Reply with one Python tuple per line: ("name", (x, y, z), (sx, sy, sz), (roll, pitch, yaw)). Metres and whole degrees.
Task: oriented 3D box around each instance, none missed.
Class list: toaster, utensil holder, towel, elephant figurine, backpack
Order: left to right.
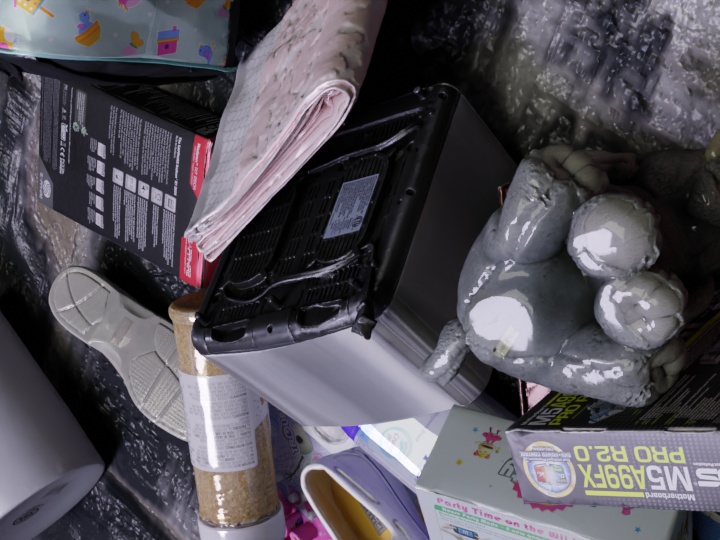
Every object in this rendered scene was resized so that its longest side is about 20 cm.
("utensil holder", (-0.352, 0.145, 1.298), (0.200, 0.169, 0.170), (52, 132, 12))
("backpack", (-0.192, -0.202, 0.976), (0.175, 0.199, 0.155), (20, 114, 36))
("towel", (-0.041, -0.127, 0.918), (0.032, 0.201, 0.191), (30, 135, -19))
("toaster", (0.000, 0.000, 0.914), (0.180, 0.201, 0.119), (-14, 136, 43))
("elephant figurine", (0.149, -0.017, 0.764), (0.154, 0.200, 0.143), (20, 123, 26))

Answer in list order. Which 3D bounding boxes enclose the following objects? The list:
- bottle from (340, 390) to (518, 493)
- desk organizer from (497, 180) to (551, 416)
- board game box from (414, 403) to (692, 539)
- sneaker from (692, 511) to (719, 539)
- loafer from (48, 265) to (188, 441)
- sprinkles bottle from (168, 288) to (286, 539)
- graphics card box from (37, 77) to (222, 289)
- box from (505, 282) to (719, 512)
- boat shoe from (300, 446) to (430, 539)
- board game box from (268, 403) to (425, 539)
("bottle", (0.079, 0.131, 0.966), (0.200, 0.065, 0.084), (39, 100, 13))
("desk organizer", (0.145, 0.039, 0.883), (0.077, 0.072, 0.202), (4, 108, 38))
("board game box", (0.122, 0.180, 0.856), (0.146, 0.065, 0.201), (14, 145, 24))
("sneaker", (0.249, 0.152, 0.837), (0.200, 0.079, 0.089), (46, 171, 2))
("loafer", (-0.175, 0.067, 1.195), (0.200, 0.063, 0.072), (41, 95, 20))
("sprinkles bottle", (-0.101, 0.118, 1.095), (0.068, 0.068, 0.202), (6, 109, 40))
("graphics card box", (-0.177, -0.082, 1.138), (0.199, 0.051, 0.126), (24, 121, 32))
("box", (0.195, 0.060, 0.754), (0.159, 0.200, 0.045), (-6, 108, 41))
("boat shoe", (0.025, 0.208, 0.994), (0.071, 0.070, 0.201), (-51, 60, 30))
("board game box", (-0.024, 0.113, 1.091), (0.199, 0.026, 0.202), (-15, 95, 43))
